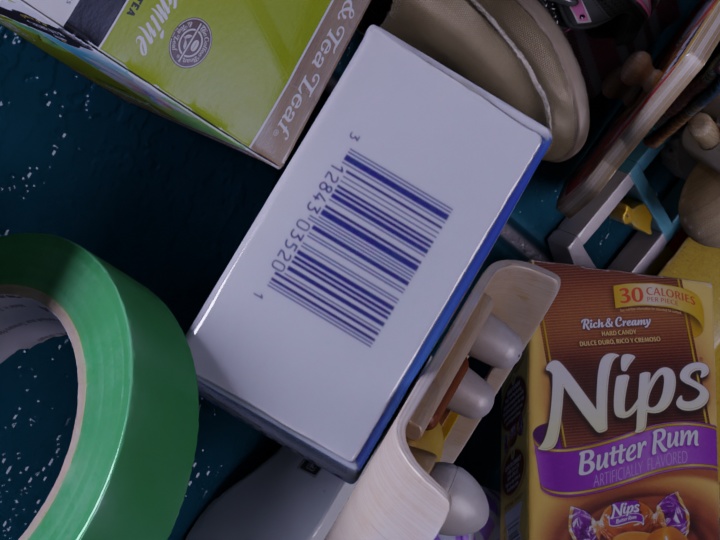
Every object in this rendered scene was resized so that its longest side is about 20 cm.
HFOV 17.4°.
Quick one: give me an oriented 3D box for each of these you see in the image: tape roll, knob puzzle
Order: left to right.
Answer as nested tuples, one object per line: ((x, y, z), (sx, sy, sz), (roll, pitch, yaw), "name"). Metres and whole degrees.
((-0.162, 0.084, 1.041), (0.048, 0.200, 0.201), (35, 82, -44), "tape roll")
((0.157, -0.108, 1.303), (0.030, 0.220, 0.220), (36, 78, -1), "knob puzzle")

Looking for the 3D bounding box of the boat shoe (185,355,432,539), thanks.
((-0.020, 0.128, 1.277), (0.200, 0.071, 0.064), (-47, 138, -13), "boat shoe")

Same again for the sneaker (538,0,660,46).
((0.109, -0.169, 1.231), (0.199, 0.080, 0.087), (19, 98, -47), "sneaker")

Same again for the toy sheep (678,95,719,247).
((0.258, -0.096, 1.372), (0.200, 0.138, 0.138), (-48, 134, 4), "toy sheep")

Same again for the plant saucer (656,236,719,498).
((0.234, 0.060, 1.477), (0.200, 0.048, 0.200), (-49, 142, -16), "plant saucer")

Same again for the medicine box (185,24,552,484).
((0.000, 0.000, 1.156), (0.183, 0.102, 0.200), (-59, 177, -6), "medicine box")

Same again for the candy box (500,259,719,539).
((0.140, 0.101, 1.332), (0.116, 0.056, 0.202), (6, 68, -14), "candy box")

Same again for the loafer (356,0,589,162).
((0.036, -0.129, 1.178), (0.067, 0.076, 0.200), (-37, 88, -30), "loafer")

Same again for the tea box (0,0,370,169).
((-0.086, -0.185, 1.051), (0.196, 0.133, 0.201), (33, 84, -43), "tea box")

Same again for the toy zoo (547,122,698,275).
((0.186, -0.025, 1.440), (0.200, 0.020, 0.131), (-50, 133, -16), "toy zoo")

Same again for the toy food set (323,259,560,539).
((0.035, 0.099, 1.124), (0.144, 0.060, 0.200), (-61, 176, 35), "toy food set")

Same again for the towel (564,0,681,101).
((0.097, -0.146, 1.309), (0.200, 0.030, 0.147), (-41, 132, -22), "towel")

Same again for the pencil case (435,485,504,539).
((0.091, 0.178, 1.389), (0.199, 0.086, 0.084), (20, 115, -42), "pencil case")

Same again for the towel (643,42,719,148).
((0.227, -0.162, 1.274), (0.022, 0.147, 0.200), (37, 74, 0), "towel")
